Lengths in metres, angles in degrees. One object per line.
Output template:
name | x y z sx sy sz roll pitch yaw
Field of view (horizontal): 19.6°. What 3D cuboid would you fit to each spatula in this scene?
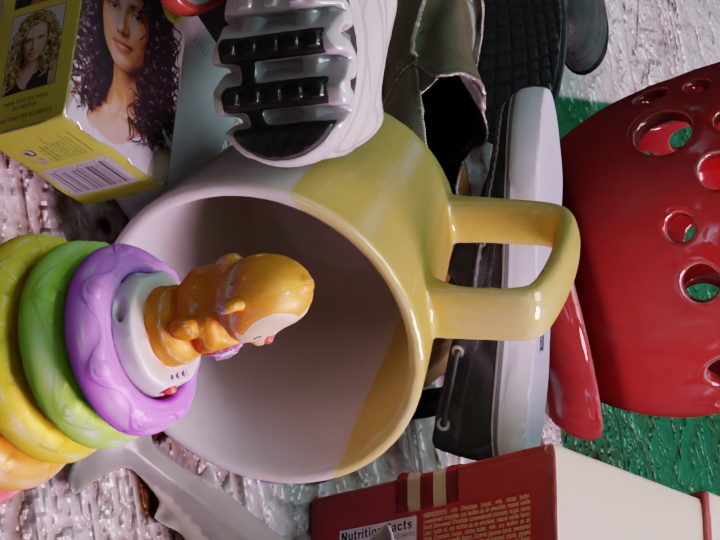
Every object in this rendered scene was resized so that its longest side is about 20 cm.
spatula | 0.012 0.081 1.087 0.021 0.056 0.200 59 24 5

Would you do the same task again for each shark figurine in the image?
shark figurine | -0.034 0.128 0.928 0.215 0.089 0.128 53 7 6

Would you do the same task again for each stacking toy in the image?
stacking toy | -0.099 0.026 0.765 0.116 0.199 0.111 -10 88 -60

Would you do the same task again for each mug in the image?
mug | -0.008 0.004 0.965 0.186 0.150 0.153 29 33 2

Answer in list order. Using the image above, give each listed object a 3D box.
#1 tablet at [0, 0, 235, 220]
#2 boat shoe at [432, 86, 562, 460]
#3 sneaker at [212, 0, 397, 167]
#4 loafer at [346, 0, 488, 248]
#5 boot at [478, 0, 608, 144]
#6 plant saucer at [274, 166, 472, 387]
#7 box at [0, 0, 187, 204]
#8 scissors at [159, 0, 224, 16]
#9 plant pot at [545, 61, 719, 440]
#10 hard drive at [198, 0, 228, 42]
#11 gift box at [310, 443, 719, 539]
tablet | -0.121 -0.122 0.963 0.201 0.014 0.131 57 37 -31
boat shoe | 0.071 0.003 1.098 0.069 0.056 0.202 14 79 -74
sneaker | -0.019 -0.144 0.869 0.081 0.075 0.202 -2 95 -62
loafer | 0.042 -0.087 1.102 0.075 0.069 0.201 49 42 -39
boot | 0.123 -0.153 1.327 0.132 0.069 0.202 37 54 -55
plant saucer | 0.012 -0.034 1.134 0.200 0.032 0.202 27 57 -52
box | -0.113 -0.136 0.919 0.075 0.050 0.202 34 52 -50
scissors | -0.041 -0.181 0.907 0.200 0.014 0.074 -50 123 -45
plant pot | 0.175 -0.010 1.207 0.200 0.181 0.202 -13 90 -89
hard drive | -0.053 -0.178 0.942 0.201 0.042 0.135 60 35 -29
gift box | 0.086 0.209 1.039 0.186 0.184 0.202 21 65 -44
